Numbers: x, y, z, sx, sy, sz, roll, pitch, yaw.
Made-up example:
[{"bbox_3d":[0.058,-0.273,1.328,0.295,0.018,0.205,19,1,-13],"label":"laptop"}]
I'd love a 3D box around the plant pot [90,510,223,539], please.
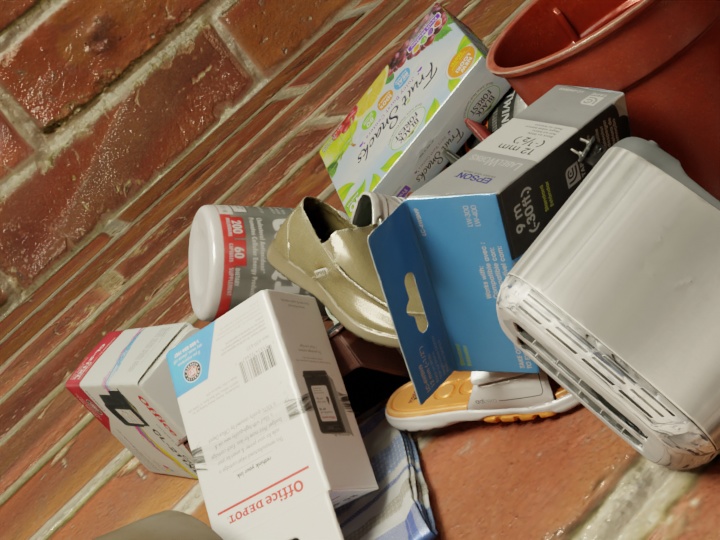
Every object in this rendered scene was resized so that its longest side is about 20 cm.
[{"bbox_3d":[-0.163,0.260,0.694,0.199,0.202,0.173,-18,11,46],"label":"plant pot"}]

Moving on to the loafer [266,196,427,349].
[{"bbox_3d":[0.000,0.000,0.828,0.199,0.068,0.076,29,27,33],"label":"loafer"}]

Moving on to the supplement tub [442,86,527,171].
[{"bbox_3d":[0.155,-0.124,1.018,0.199,0.123,0.123,-15,30,51],"label":"supplement tub"}]

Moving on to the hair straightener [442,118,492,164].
[{"bbox_3d":[0.132,-0.050,0.907,0.077,0.041,0.200,-50,53,16],"label":"hair straightener"}]

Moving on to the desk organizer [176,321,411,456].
[{"bbox_3d":[-0.054,0.119,0.878,0.199,0.077,0.072,-36,1,27],"label":"desk organizer"}]

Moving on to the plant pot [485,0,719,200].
[{"bbox_3d":[0.232,-0.139,0.799,0.200,0.196,0.201,-34,20,14],"label":"plant pot"}]

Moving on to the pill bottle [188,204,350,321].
[{"bbox_3d":[-0.066,-0.006,1.035,0.197,0.116,0.114,0,7,-21],"label":"pill bottle"}]

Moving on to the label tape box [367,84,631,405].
[{"bbox_3d":[0.108,-0.013,0.689,0.199,0.145,0.066,-38,36,-29],"label":"label tape box"}]

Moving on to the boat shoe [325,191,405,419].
[{"bbox_3d":[-0.003,0.028,0.916,0.073,0.066,0.203,1,77,49],"label":"boat shoe"}]

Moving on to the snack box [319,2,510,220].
[{"bbox_3d":[0.050,-0.150,1.025,0.200,0.053,0.143,-51,34,18],"label":"snack box"}]

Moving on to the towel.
[{"bbox_3d":[-0.013,0.188,0.786,0.146,0.024,0.200,-38,20,8],"label":"towel"}]

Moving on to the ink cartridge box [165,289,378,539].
[{"bbox_3d":[-0.064,0.131,0.780,0.115,0.202,0.066,-31,-23,27],"label":"ink cartridge box"}]

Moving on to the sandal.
[{"bbox_3d":[0.094,0.072,0.769,0.205,0.060,0.079,-18,25,31],"label":"sandal"}]

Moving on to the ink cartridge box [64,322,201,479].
[{"bbox_3d":[-0.196,0.135,1.050,0.199,0.146,0.083,-10,35,55],"label":"ink cartridge box"}]

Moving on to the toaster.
[{"bbox_3d":[0.168,0.019,0.598,0.129,0.200,0.114,-46,-18,-6],"label":"toaster"}]
